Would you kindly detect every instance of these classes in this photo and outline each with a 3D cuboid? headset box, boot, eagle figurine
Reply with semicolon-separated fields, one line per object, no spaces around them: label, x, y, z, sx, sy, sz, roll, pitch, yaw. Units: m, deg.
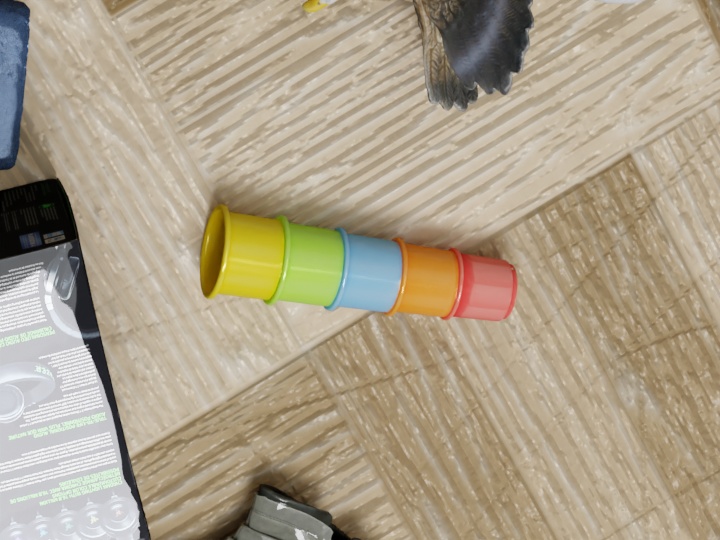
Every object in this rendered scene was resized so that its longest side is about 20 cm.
headset box;-0.193;0.066;1.293;0.092;0.174;0.201;-14;106;-8
boot;-0.091;0.190;1.415;0.200;0.068;0.131;30;91;-26
eagle figurine;0.029;-0.197;1.300;0.200;0.152;0.151;39;130;-3

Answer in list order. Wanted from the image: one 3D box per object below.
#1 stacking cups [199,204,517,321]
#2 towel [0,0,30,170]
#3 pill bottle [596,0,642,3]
stacking cups;0.000;0.000;1.391;0.199;0.061;0.061;7;102;-20
towel;-0.296;-0.120;1.286;0.199;0.049;0.112;8;92;-14
pill bottle;0.141;-0.218;1.286;0.114;0.200;0.115;-3;105;-12
